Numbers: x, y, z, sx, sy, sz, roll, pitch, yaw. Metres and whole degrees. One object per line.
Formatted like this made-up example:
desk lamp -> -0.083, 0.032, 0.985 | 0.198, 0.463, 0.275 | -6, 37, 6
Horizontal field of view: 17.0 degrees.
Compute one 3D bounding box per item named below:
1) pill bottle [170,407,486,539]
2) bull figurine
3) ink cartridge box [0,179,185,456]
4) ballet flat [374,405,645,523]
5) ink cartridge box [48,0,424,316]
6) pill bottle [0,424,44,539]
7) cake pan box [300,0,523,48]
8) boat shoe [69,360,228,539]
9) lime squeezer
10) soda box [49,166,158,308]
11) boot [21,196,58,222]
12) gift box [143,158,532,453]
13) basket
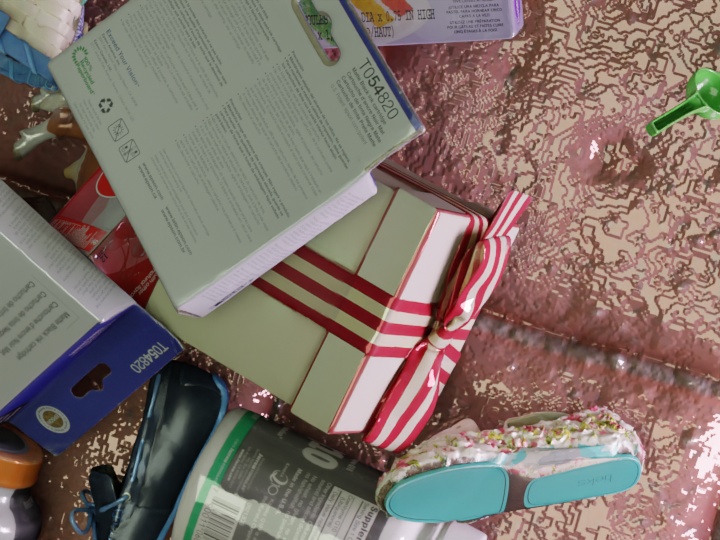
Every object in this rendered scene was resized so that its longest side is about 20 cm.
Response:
pill bottle -> -0.021, 0.185, 1.668 | 0.199, 0.113, 0.114 | 25, 99, 7
bull figurine -> -0.180, -0.043, 1.701 | 0.121, 0.065, 0.201 | 3, 96, 12
ink cartridge box -> -0.243, 0.036, 1.606 | 0.200, 0.041, 0.199 | 41, 137, -9
ballet flat -> 0.097, 0.129, 1.635 | 0.199, 0.064, 0.076 | -3, 133, -20
ink cartridge box -> -0.076, -0.107, 1.524 | 0.200, 0.041, 0.200 | -35, 70, 16
pill bottle -> -0.293, 0.207, 1.720 | 0.106, 0.106, 0.201 | 25, 103, 8
cake pan box -> 0.004, -0.242, 1.594 | 0.199, 0.052, 0.185 | 0, 104, 12
boat shoe -> -0.165, 0.155, 1.715 | 0.068, 0.084, 0.201 | 27, 86, -12
lime squeezer -> 0.258, -0.139, 1.613 | 0.199, 0.071, 0.038 | -32, 70, -17
soda box -> -0.125, -0.063, 1.631 | 0.063, 0.070, 0.200 | 18, 59, 44
boot -> -0.286, 0.037, 1.704 | 0.199, 0.064, 0.188 | 2, 106, 22
gift box -> 0.000, 0.000, 1.617 | 0.186, 0.200, 0.185 | 30, 104, 22
basket -> -0.271, -0.158, 1.647 | 0.139, 0.176, 0.200 | 36, 87, -19
